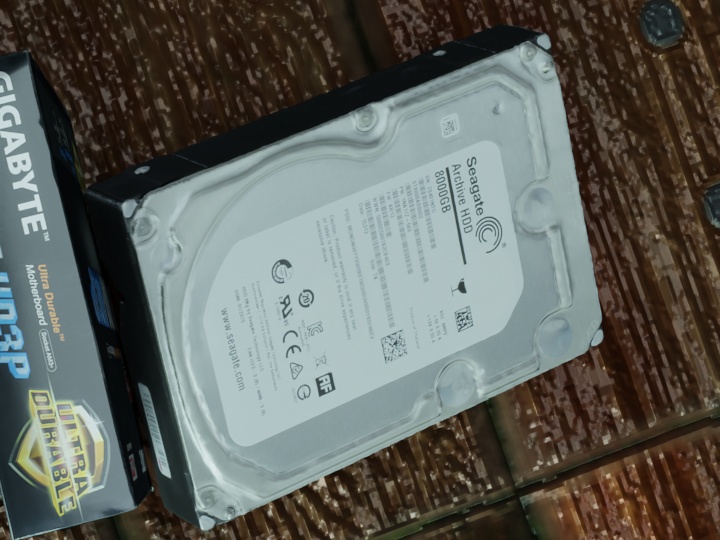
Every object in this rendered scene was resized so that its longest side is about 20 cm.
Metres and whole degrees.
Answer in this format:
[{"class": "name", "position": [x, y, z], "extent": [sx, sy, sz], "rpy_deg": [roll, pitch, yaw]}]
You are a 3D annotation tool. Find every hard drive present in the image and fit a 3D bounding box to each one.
[{"class": "hard drive", "position": [0.000, 0.000, 1.009], "extent": [0.199, 0.038, 0.140], "rpy_deg": [-23, 114, -28]}]

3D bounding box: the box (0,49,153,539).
[{"class": "box", "position": [-0.117, 0.012, 0.941], "extent": [0.046, 0.200, 0.160], "rpy_deg": [-13, 87, -3]}]
